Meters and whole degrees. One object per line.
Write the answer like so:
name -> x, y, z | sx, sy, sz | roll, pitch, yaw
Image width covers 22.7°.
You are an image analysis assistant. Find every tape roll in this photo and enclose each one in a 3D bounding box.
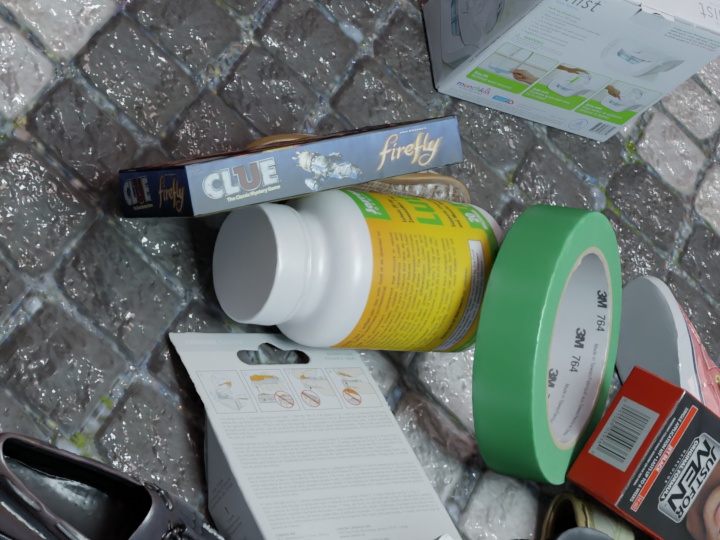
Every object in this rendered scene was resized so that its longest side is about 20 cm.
tape roll -> 0.139, 0.054, 1.310 | 0.200, 0.048, 0.202 | 9, 90, -66

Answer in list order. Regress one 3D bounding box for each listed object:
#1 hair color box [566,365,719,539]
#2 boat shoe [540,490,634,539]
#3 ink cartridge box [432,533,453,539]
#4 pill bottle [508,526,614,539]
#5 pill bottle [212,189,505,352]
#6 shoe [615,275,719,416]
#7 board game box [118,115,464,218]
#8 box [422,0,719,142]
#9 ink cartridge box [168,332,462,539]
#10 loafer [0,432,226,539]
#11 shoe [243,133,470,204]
hair color box -> 0.254, 0.164, 1.347 | 0.200, 0.061, 0.102 | 35, 85, -37
boat shoe -> 0.139, 0.235, 1.264 | 0.066, 0.074, 0.200 | 39, 34, -9
ink cartridge box -> 0.003, 0.277, 1.016 | 0.147, 0.200, 0.146 | 49, 44, -3
pill bottle -> 0.084, 0.234, 1.114 | 0.111, 0.200, 0.112 | 22, 50, -28
pill bottle -> 0.000, 0.000, 1.267 | 0.199, 0.111, 0.112 | 4, 60, -38
shoe -> 0.275, 0.101, 1.473 | 0.091, 0.071, 0.201 | 0, 68, -42
board game box -> -0.049, -0.070, 1.217 | 0.199, 0.135, 0.035 | -13, 96, -26
box -> 0.186, -0.209, 1.525 | 0.199, 0.176, 0.097 | 12, 55, -34
ink cartridge box -> -0.039, 0.130, 1.212 | 0.162, 0.050, 0.200 | 2, 43, -39
loafer -> -0.151, 0.152, 1.070 | 0.199, 0.063, 0.072 | 26, 48, -25
shoe -> -0.011, -0.060, 1.352 | 0.199, 0.053, 0.070 | 12, 95, -31
